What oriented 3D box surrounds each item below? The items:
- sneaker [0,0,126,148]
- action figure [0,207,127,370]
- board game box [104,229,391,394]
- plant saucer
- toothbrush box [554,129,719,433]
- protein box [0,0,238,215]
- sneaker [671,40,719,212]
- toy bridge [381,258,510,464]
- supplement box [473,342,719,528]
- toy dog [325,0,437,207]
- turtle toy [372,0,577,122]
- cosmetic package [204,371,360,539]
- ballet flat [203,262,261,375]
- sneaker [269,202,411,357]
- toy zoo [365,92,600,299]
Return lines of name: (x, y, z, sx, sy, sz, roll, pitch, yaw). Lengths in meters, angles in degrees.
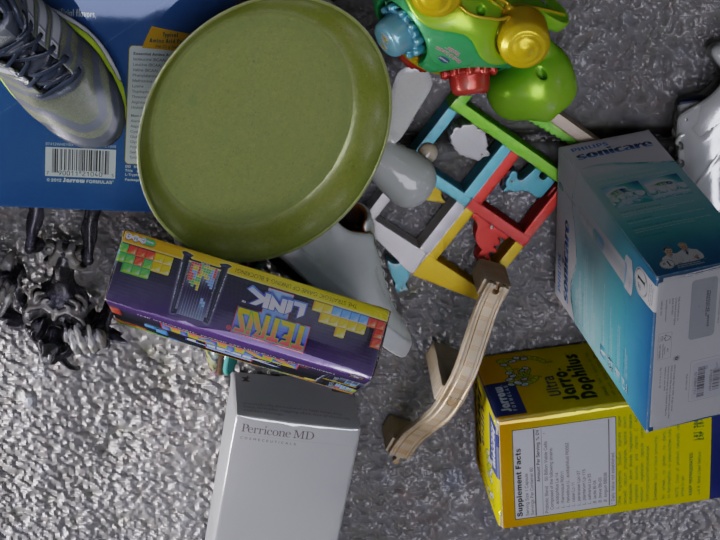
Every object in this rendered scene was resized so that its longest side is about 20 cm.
sneaker: (-0.230, -0.153, 1.116, 0.074, 0.081, 0.200, -37, 114, 12)
action figure: (-0.244, 0.015, 1.333, 0.118, 0.102, 0.201, 13, 123, 6)
board game box: (-0.085, 0.035, 1.260, 0.198, 0.165, 0.057, 17, 82, -2)
plant saucer: (-0.071, -0.103, 1.202, 0.198, 0.031, 0.202, -15, 123, -25)
toothbrush box: (0.225, 0.004, 1.331, 0.085, 0.200, 0.147, -12, 124, -12)
protein box: (-0.192, -0.162, 1.239, 0.197, 0.135, 0.202, 2, 116, -9)
sneaker: (0.288, -0.097, 1.385, 0.086, 0.075, 0.202, 19, 106, -3)
toy bridge: (0.072, 0.089, 1.423, 0.027, 0.067, 0.201, 18, 119, -18)
supplement box: (0.203, 0.134, 1.454, 0.198, 0.110, 0.110, -7, 117, -5)
toy dog: (-0.005, -0.151, 1.296, 0.096, 0.131, 0.201, -47, 125, -19)
turtle toy: (0.082, -0.180, 1.229, 0.199, 0.146, 0.101, 28, 122, -21)
cosmetic package: (-0.071, 0.195, 1.461, 0.112, 0.081, 0.202, 5, 116, -8)
ballet flat: (-0.105, -0.015, 1.369, 0.071, 0.069, 0.201, 22, 108, 2)
sneaker: (0.000, 0.000, 1.369, 0.085, 0.073, 0.200, -55, 139, -10)
toy zoo: (0.089, -0.062, 1.392, 0.131, 0.021, 0.200, 31, 108, -21)
